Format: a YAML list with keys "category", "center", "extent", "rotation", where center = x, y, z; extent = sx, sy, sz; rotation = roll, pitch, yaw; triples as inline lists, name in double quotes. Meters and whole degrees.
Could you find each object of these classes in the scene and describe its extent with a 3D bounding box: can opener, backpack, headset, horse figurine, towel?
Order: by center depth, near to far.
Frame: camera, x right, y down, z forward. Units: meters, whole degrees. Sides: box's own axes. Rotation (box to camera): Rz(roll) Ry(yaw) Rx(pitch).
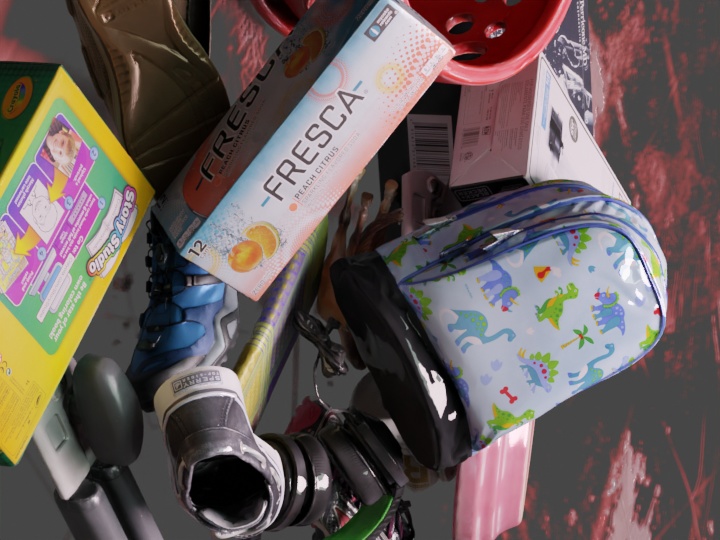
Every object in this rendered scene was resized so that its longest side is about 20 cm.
- category: "can opener"
  center: [-0.154, 0.137, 1.223]
  extent: [0.053, 0.066, 0.201]
  rotation: [-53, 142, -38]
- category: "backpack"
  center: [0.107, 0.024, 1.332]
  extent: [0.199, 0.154, 0.164]
  rotation: [-28, 104, -20]
- category: "towel"
  center: [-0.068, 0.057, 1.347]
  extent: [0.144, 0.023, 0.201]
  rotation: [98, 14, -63]
- category: "headset"
  center: [-0.031, 0.125, 1.370]
  extent: [0.123, 0.094, 0.201]
  rotation: [-16, 136, -26]
- category: "can opener"
  center: [0.054, 0.016, 1.431]
  extent: [0.052, 0.066, 0.201]
  rotation: [20, 65, -39]
- category: "horse figurine"
  center: [0.000, 0.000, 1.438]
  extent: [0.200, 0.050, 0.133]
  rotation: [83, 19, -84]

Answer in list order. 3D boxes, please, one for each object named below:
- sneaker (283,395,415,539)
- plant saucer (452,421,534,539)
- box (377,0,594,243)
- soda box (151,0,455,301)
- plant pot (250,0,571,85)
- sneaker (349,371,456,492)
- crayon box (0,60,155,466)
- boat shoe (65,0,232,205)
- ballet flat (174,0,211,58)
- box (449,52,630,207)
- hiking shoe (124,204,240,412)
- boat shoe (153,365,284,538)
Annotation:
- category: "sneaker"
  center: [-0.002, 0.170, 1.474]
  extent: [0.081, 0.074, 0.201]
  rotation: [-59, 139, -35]
- category: "plant saucer"
  center: [0.105, 0.110, 1.486]
  extent: [0.201, 0.050, 0.202]
  rotation: [6, 90, -83]
- category: "box"
  center: [0.101, -0.116, 1.573]
  extent: [0.182, 0.104, 0.201]
  rotation: [-26, 116, -55]
- category: "soda box"
  center: [-0.036, -0.084, 1.208]
  extent: [0.068, 0.064, 0.200]
  rotation: [34, 99, -35]
- category: "plant pot"
  center: [0.022, -0.231, 1.338]
  extent: [0.200, 0.182, 0.202]
  rotation: [-14, 109, -45]
- category: "sneaker"
  center: [0.046, 0.124, 1.522]
  extent: [0.200, 0.073, 0.116]
  rotation: [-37, 131, -63]
- category: "crayon box"
  center: [-0.203, -0.005, 1.139]
  extent: [0.119, 0.058, 0.201]
  rotation: [56, 48, -46]
- category: "boat shoe"
  center: [-0.131, -0.129, 1.221]
  extent: [0.071, 0.065, 0.201]
  rotation: [-24, 119, -13]
- category: "ballet flat"
  center: [-0.111, -0.178, 1.275]
  extent: [0.067, 0.046, 0.201]
  rotation: [-1, 95, -59]
- category: "box"
  center: [0.136, -0.055, 1.462]
  extent: [0.200, 0.060, 0.117]
  rotation: [52, 38, -47]
- category: "hiking shoe"
  center: [-0.116, -0.002, 1.285]
  extent: [0.087, 0.074, 0.201]
  rotation: [47, 48, -32]
- category: "boat shoe"
  center: [-0.080, 0.132, 1.224]
  extent: [0.200, 0.071, 0.068]
  rotation: [84, -11, -60]
